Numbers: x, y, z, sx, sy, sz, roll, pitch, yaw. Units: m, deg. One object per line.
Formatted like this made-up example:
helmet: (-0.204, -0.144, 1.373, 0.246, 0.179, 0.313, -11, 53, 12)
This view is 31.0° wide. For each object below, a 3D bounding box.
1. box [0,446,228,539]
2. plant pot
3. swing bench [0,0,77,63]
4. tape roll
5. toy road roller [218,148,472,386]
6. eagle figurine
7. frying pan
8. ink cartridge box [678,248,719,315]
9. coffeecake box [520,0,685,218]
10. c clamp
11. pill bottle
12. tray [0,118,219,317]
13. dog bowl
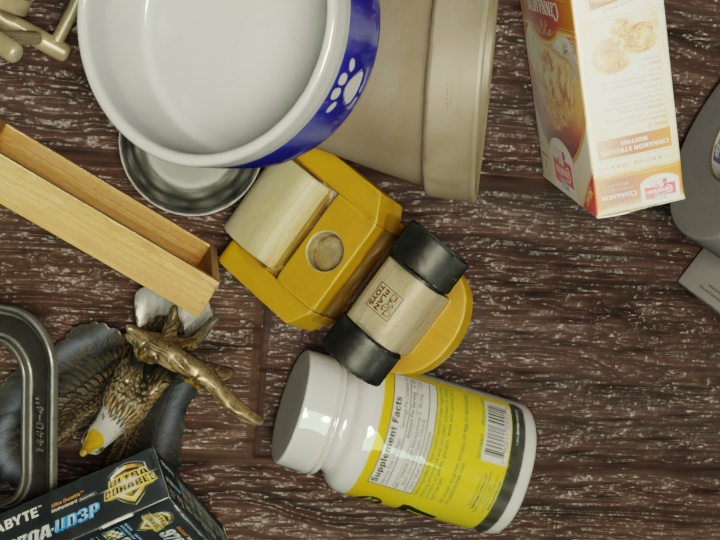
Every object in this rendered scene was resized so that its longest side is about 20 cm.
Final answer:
box: (-0.199, 0.223, 1.028, 0.157, 0.046, 0.201, -23, 150, -1)
plant pot: (0.011, -0.157, 0.960, 0.171, 0.200, 0.203, 5, 105, 6)
swing bench: (-0.262, -0.281, 0.901, 0.199, 0.130, 0.200, 31, 100, -2)
tape roll: (0.329, -0.097, 0.999, 0.066, 0.200, 0.202, 30, 99, -16)
toy road roller: (0.000, 0.000, 1.040, 0.199, 0.146, 0.123, 40, 96, 21)
eagle figurine: (-0.195, 0.112, 1.038, 0.200, 0.150, 0.153, -43, 66, 37)
frying pan: (-0.135, -0.138, 1.011, 0.113, 0.031, 0.193, -6, 103, -7)
ink cartridge box: (0.398, -0.011, 1.069, 0.146, 0.146, 0.201, 36, 98, -15)
coffeecake box: (0.178, -0.159, 0.990, 0.072, 0.154, 0.203, -12, 106, -4)
c clamp: (-0.300, 0.098, 1.009, 0.169, 0.027, 0.203, 1, 98, 24)
pill bottle: (0.034, 0.138, 1.070, 0.198, 0.114, 0.116, 18, 102, -12)
tray: (-0.202, -0.041, 0.992, 0.199, 0.099, 0.037, 32, 100, -16)
dog bowl: (-0.089, -0.170, 0.875, 0.197, 0.079, 0.203, 1, 93, 25)
